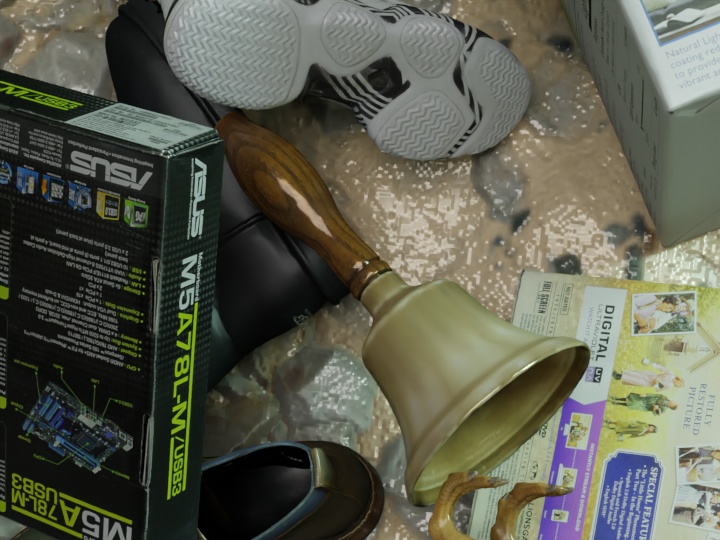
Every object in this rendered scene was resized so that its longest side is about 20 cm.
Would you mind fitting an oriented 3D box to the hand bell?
[{"bbox_3d":[0.000,0.000,0.858,0.104,0.104,0.200,-41,69,-3],"label":"hand bell"}]

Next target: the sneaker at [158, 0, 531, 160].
[{"bbox_3d":[-0.014,-0.122,0.919,0.075,0.200,0.115,-61,36,28],"label":"sneaker"}]

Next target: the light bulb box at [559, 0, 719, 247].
[{"bbox_3d":[0.156,-0.145,0.855,0.125,0.198,0.200,-20,73,2],"label":"light bulb box"}]

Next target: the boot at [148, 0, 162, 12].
[{"bbox_3d":[-0.049,-0.218,0.941,0.200,0.138,0.077,-40,72,-4],"label":"boot"}]

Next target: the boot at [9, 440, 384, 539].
[{"bbox_3d":[-0.093,0.116,0.882,0.200,0.097,0.075,-18,73,4],"label":"boot"}]

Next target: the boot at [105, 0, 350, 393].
[{"bbox_3d":[-0.118,-0.019,0.933,0.168,0.076,0.200,-35,75,-2],"label":"boot"}]

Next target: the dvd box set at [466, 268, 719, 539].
[{"bbox_3d":[0.157,0.078,0.860,0.200,0.029,0.146,5,70,22],"label":"dvd box set"}]

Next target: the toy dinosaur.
[{"bbox_3d":[0.049,0.142,0.818,0.200,0.060,0.106,0,79,32],"label":"toy dinosaur"}]

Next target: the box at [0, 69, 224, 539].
[{"bbox_3d":[-0.156,0.012,0.830,0.200,0.048,0.193,16,115,28],"label":"box"}]
